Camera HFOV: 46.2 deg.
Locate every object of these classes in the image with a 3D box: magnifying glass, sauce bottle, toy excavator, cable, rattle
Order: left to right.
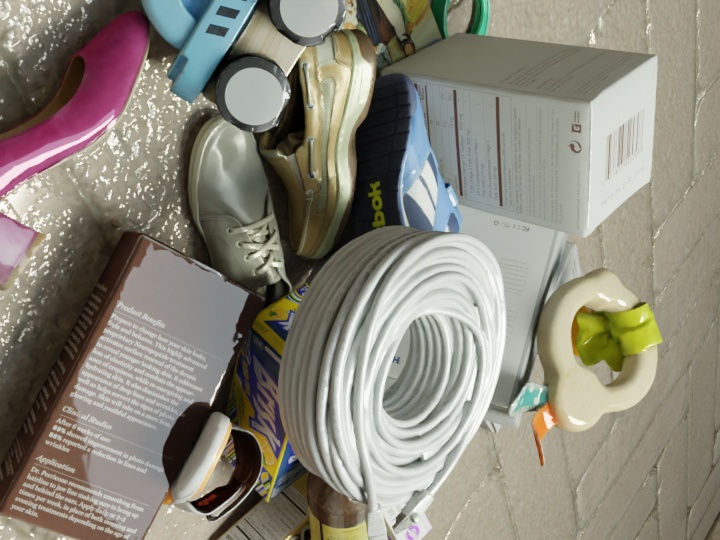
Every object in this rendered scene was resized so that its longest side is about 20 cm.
[{"bbox_3d":[-0.100,-0.212,0.522,0.200,0.100,0.195,29,105,-20],"label":"toy excavator"},{"bbox_3d":[-0.014,0.197,0.722,0.065,0.065,0.200,-39,146,-34],"label":"sauce bottle"},{"bbox_3d":[0.030,0.066,0.607,0.200,0.069,0.200,-42,130,-31],"label":"cable"},{"bbox_3d":[0.108,-0.206,0.861,0.080,0.022,0.200,-39,135,-35],"label":"magnifying glass"},{"bbox_3d":[0.174,0.095,0.783,0.200,0.143,0.130,-50,117,-24],"label":"rattle"}]

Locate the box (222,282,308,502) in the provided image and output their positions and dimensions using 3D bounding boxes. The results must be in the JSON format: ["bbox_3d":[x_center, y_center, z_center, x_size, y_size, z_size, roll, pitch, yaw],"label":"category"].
[{"bbox_3d":[-0.062,0.105,0.688,0.064,0.070,0.200,-34,156,-36],"label":"box"}]

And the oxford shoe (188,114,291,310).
[{"bbox_3d":[-0.089,-0.025,0.667,0.075,0.058,0.201,-28,126,-40],"label":"oxford shoe"}]

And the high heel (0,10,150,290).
[{"bbox_3d":[-0.204,-0.094,0.498,0.096,0.067,0.200,36,75,-30],"label":"high heel"}]

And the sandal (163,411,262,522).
[{"bbox_3d":[-0.106,0.153,0.636,0.079,0.059,0.207,-63,-173,-17],"label":"sandal"}]

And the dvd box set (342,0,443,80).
[{"bbox_3d":[0.017,-0.183,0.746,0.146,0.029,0.200,-54,141,-20],"label":"dvd box set"}]

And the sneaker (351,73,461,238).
[{"bbox_3d":[0.038,-0.063,0.709,0.082,0.074,0.201,-5,91,-47],"label":"sneaker"}]

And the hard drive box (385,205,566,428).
[{"bbox_3d":[0.098,0.030,0.809,0.077,0.155,0.200,58,49,-64],"label":"hard drive box"}]

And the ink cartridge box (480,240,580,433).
[{"bbox_3d":[0.122,0.046,0.889,0.200,0.147,0.086,-59,154,-12],"label":"ink cartridge box"}]

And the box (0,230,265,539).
[{"bbox_3d":[-0.161,0.082,0.587,0.100,0.075,0.200,30,83,-25],"label":"box"}]

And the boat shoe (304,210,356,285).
[{"bbox_3d":[0.000,0.000,0.759,0.200,0.068,0.057,-56,135,-39],"label":"boat shoe"}]

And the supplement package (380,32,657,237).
[{"bbox_3d":[0.133,-0.124,0.725,0.117,0.200,0.118,-35,131,-37],"label":"supplement package"}]

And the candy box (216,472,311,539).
[{"bbox_3d":[-0.038,0.244,0.838,0.200,0.056,0.117,-39,139,-22],"label":"candy box"}]

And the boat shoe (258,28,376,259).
[{"bbox_3d":[-0.046,-0.097,0.677,0.076,0.072,0.200,-7,125,-28],"label":"boat shoe"}]

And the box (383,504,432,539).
[{"bbox_3d":[0.006,0.173,0.778,0.041,0.039,0.200,-36,115,-22],"label":"box"}]
